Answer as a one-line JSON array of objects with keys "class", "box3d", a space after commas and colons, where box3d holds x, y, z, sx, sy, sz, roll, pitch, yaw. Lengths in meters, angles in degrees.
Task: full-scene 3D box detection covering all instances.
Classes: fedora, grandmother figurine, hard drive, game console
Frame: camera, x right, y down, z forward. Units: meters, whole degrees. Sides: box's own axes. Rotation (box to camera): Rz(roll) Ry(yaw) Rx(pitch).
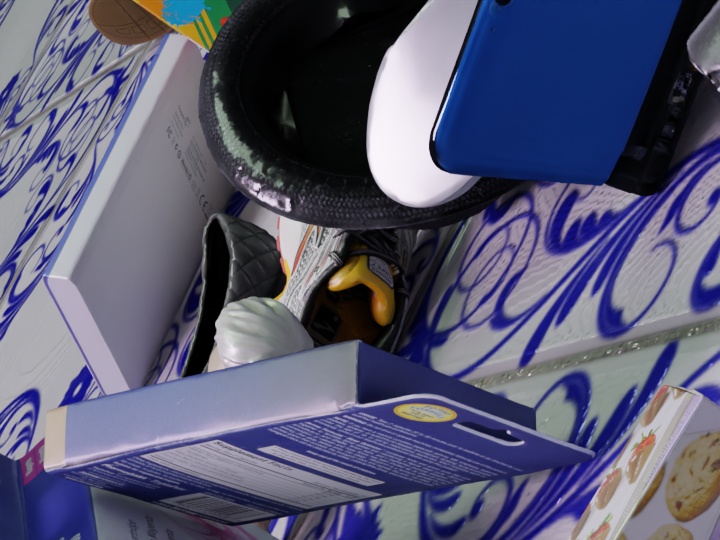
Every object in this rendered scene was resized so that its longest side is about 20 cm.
[{"class": "fedora", "box3d": [0.024, -0.076, 1.411, 0.092, 0.200, 0.201, 76, -148, -54]}, {"class": "grandmother figurine", "box3d": [-0.074, 0.108, 1.375, 0.121, 0.060, 0.201, 34, -104, -75]}, {"class": "hard drive", "box3d": [-0.135, -0.033, 1.843, 0.025, 0.132, 0.200, 8, 55, 23]}, {"class": "game console", "box3d": [0.106, -0.145, 1.243, 0.171, 0.118, 0.200, -98, 27, -67]}]

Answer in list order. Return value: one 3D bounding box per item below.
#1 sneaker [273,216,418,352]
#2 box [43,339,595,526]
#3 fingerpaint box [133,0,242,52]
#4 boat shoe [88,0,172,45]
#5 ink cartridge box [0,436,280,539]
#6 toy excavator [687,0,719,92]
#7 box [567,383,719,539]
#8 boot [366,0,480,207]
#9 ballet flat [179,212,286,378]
[{"class": "sneaker", "box3d": [0.000, 0.000, 1.464, 0.082, 0.078, 0.200, -24, 45, 56]}, {"class": "box", "box3d": [-0.016, 0.067, 1.172, 0.200, 0.121, 0.033, -12, 68, 36]}, {"class": "fingerpaint box", "box3d": [-0.081, -0.179, 1.863, 0.073, 0.167, 0.200, -55, 15, 5]}, {"class": "boat shoe", "box3d": [-0.155, -0.262, 2.429, 0.200, 0.072, 0.065, -40, 14, 39]}, {"class": "ink cartridge box", "box3d": [-0.087, 0.128, 1.220, 0.043, 0.200, 0.196, -54, 17, 8]}, {"class": "toy excavator", "box3d": [0.197, -0.043, 0.917, 0.100, 0.200, 0.194, -50, -27, 23]}, {"class": "box", "box3d": [0.077, 0.134, 1.014, 0.200, 0.041, 0.039, -57, 16, -5]}, {"class": "boot", "box3d": [0.076, -0.121, 1.319, 0.096, 0.073, 0.200, -7, -54, -62]}, {"class": "ballet flat", "box3d": [-0.094, 0.053, 1.646, 0.066, 0.057, 0.200, -40, 22, 47]}]
